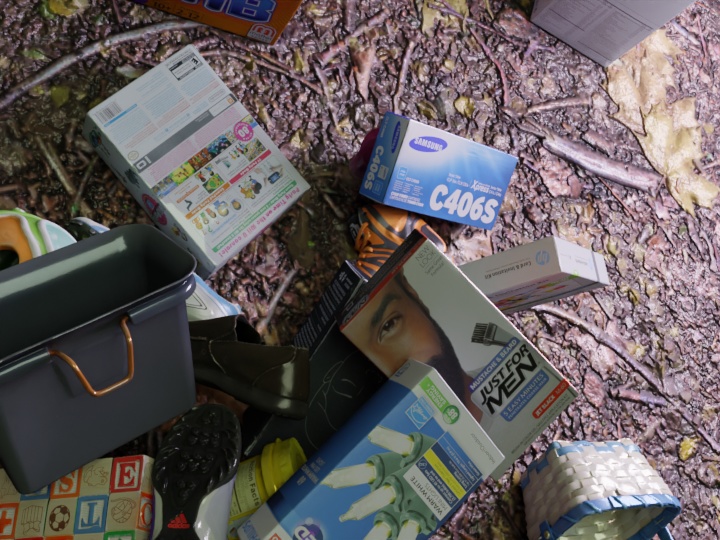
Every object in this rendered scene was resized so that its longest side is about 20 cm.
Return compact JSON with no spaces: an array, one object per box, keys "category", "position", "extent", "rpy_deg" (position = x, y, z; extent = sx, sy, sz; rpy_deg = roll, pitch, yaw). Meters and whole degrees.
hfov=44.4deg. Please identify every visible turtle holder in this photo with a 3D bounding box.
[{"category":"turtle holder","position":[-0.293,0.043,0.778],"extent":[0.139,0.131,0.189],"rpy_deg":[-16,110,-35]}]

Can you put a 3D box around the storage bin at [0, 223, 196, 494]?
[{"category":"storage bin","position":[-0.215,0.074,0.684],"extent":[0.198,0.145,0.136],"rpy_deg":[-27,126,-30]}]

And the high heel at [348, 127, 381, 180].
[{"category":"high heel","position":[0.088,-0.136,1.048],"extent":[0.197,0.096,0.069],"rpy_deg":[7,71,-24]}]

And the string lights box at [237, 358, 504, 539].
[{"category":"string lights box","position":[0.009,0.180,0.708],"extent":[0.200,0.059,0.103],"rpy_deg":[-44,104,-12]}]

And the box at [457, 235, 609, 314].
[{"category":"box","position":[0.172,0.012,0.961],"extent":[0.199,0.154,0.042],"rpy_deg":[11,64,-61]}]

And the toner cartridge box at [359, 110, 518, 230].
[{"category":"toner cartridge box","position":[0.094,-0.110,1.013],"extent":[0.198,0.043,0.097],"rpy_deg":[8,104,-44]}]

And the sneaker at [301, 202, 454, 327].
[{"category":"sneaker","position":[0.000,0.000,0.986],"extent":[0.198,0.078,0.113],"rpy_deg":[-29,73,-24]}]

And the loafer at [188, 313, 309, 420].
[{"category":"loafer","position":[-0.122,0.074,0.807],"extent":[0.197,0.073,0.072],"rpy_deg":[18,82,24]}]

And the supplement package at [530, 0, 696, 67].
[{"category":"supplement package","position":[0.362,-0.432,1.212],"extent":[0.145,0.200,0.194],"rpy_deg":[24,66,-17]}]

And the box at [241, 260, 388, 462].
[{"category":"box","position":[0.016,0.133,0.873],"extent":[0.199,0.124,0.198],"rpy_deg":[34,91,-12]}]

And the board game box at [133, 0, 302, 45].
[{"category":"board game box","position":[-0.144,-0.407,0.959],"extent":[0.197,0.199,0.204],"rpy_deg":[12,69,-22]}]

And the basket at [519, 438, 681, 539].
[{"category":"basket","position":[0.275,0.293,0.971],"extent":[0.173,0.140,0.202],"rpy_deg":[7,41,-23]}]

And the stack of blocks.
[{"category":"stack of blocks","position":[-0.252,0.222,0.720],"extent":[0.196,0.059,0.117],"rpy_deg":[-9,64,16]}]

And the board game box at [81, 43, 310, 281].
[{"category":"board game box","position":[-0.172,-0.115,0.935],"extent":[0.147,0.064,0.201],"rpy_deg":[-42,93,-28]}]

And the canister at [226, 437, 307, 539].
[{"category":"canister","position":[-0.125,0.252,0.775],"extent":[0.197,0.087,0.151],"rpy_deg":[-21,100,3]}]

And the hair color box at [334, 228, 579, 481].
[{"category":"hair color box","position":[0.084,0.075,0.781],"extent":[0.200,0.064,0.111],"rpy_deg":[44,92,-11]}]

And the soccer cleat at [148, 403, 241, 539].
[{"category":"soccer cleat","position":[-0.133,0.200,0.696],"extent":[0.067,0.074,0.202],"rpy_deg":[3,47,-1]}]

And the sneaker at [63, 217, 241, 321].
[{"category":"sneaker","position":[-0.209,0.012,0.883],"extent":[0.199,0.072,0.073],"rpy_deg":[36,33,-7]}]
